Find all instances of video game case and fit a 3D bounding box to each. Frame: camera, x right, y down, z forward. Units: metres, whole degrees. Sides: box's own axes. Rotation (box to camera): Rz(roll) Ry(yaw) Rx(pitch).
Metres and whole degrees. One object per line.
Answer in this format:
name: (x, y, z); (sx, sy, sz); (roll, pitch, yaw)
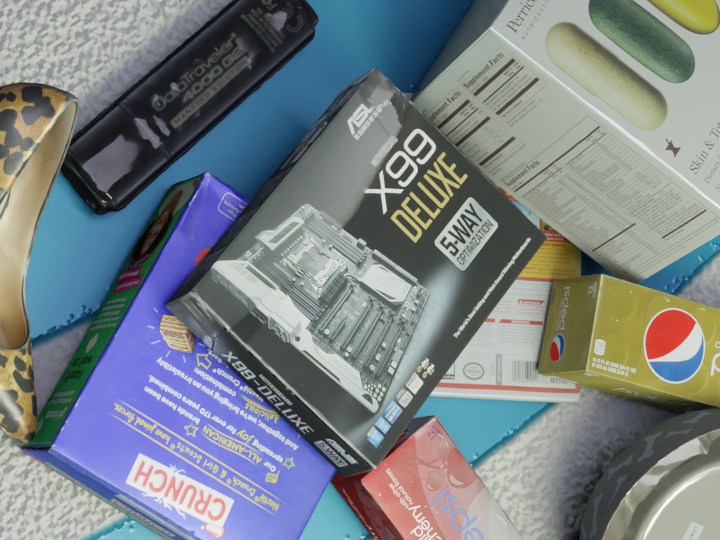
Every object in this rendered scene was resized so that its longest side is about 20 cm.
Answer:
video game case: (0.084, -0.014, 1.523); (0.142, 0.017, 0.202); (4, 83, -20)

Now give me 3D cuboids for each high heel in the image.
high heel: (-0.200, -0.006, 1.349); (0.201, 0.142, 0.071); (67, 24, 2)

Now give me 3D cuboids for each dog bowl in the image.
dog bowl: (0.235, 0.183, 1.503); (0.198, 0.059, 0.202); (-6, 110, -17)

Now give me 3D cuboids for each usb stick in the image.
usb stick: (-0.110, -0.115, 1.453); (0.200, 0.033, 0.056); (-43, 93, -19)

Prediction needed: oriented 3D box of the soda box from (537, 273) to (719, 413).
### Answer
soda box: (0.224, 0.060, 1.534); (0.199, 0.064, 0.068); (16, 78, -26)

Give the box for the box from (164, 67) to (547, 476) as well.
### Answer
box: (0.000, 0.000, 1.394); (0.158, 0.050, 0.200); (44, 64, -11)

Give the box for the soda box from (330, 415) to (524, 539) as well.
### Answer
soda box: (0.070, 0.194, 1.470); (0.070, 0.063, 0.201); (-38, 98, -18)

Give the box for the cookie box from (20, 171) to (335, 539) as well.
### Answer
cookie box: (-0.088, 0.069, 1.416); (0.171, 0.075, 0.201); (34, 72, -15)

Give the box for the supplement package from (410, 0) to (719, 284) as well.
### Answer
supplement package: (0.166, -0.123, 1.476); (0.199, 0.151, 0.152); (37, 65, -7)
